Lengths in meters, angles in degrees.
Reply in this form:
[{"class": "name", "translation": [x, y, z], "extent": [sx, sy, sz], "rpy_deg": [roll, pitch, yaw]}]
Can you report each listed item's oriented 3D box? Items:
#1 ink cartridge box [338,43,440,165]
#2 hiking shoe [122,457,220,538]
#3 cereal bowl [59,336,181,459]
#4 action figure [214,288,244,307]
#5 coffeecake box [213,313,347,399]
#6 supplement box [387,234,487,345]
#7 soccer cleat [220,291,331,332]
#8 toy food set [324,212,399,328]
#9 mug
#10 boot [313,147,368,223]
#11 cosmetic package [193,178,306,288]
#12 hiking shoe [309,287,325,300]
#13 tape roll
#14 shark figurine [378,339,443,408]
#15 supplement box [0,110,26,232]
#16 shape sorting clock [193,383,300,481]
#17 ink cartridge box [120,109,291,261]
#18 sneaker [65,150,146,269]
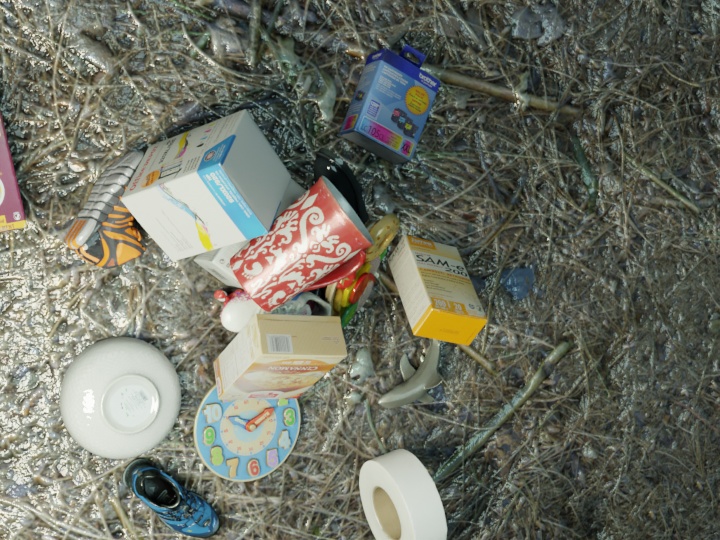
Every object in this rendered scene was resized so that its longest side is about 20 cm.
[{"class": "ink cartridge box", "translation": [0.060, -0.319, 1.660], "extent": [0.136, 0.076, 0.201], "rpy_deg": [24, 79, -26]}, {"class": "hiking shoe", "translation": [-0.312, 0.395, 1.487], "extent": [0.200, 0.087, 0.075], "rpy_deg": [40, 74, -22]}, {"class": "cereal bowl", "translation": [-0.385, 0.212, 1.447], "extent": [0.199, 0.083, 0.202], "rpy_deg": [-1, 92, -26]}, {"class": "action figure", "translation": [-0.163, 0.086, 1.550], "extent": [0.199, 0.099, 0.066], "rpy_deg": [31, 75, -22]}, {"class": "coffeecake box", "translation": [-0.137, 0.147, 1.476], "extent": [0.153, 0.200, 0.074], "rpy_deg": [3, 61, -30]}, {"class": "supplement box", "translation": [0.141, 0.034, 1.647], "extent": [0.125, 0.201, 0.074], "rpy_deg": [12, 128, -27]}, {"class": "soccer cleat", "translation": [-0.134, 0.067, 1.475], "extent": [0.199, 0.086, 0.070], "rpy_deg": [-7, 106, -43]}, {"class": "toy food set", "translation": [0.000, 0.000, 1.593], "extent": [0.048, 0.199, 0.200], "rpy_deg": [27, 47, 13]}, {"class": "mug", "translation": [-0.084, -0.020, 1.404], "extent": [0.200, 0.134, 0.178], "rpy_deg": [-37, 114, 6]}, {"class": "boot", "translation": [-0.072, -0.085, 1.492], "extent": [0.168, 0.076, 0.201], "rpy_deg": [-49, 148, -17]}, {"class": "cosmetic package", "translation": [-0.187, -0.075, 1.522], "extent": [0.081, 0.113, 0.201], "rpy_deg": [40, 76, -23]}, {"class": "hiking shoe", "translation": [-0.089, -0.013, 1.593], "extent": [0.100, 0.076, 0.201], "rpy_deg": [32, 78, -28]}, {"class": "tape roll", "translation": [0.075, 0.434, 1.625], "extent": [0.070, 0.202, 0.204], "rpy_deg": [-16, 99, -26]}, {"class": "shark figurine", "translation": [0.133, 0.182, 1.709], "extent": [0.128, 0.089, 0.216], "rpy_deg": [27, 82, -27]}, {"class": "supplement box", "translation": [-0.581, -0.151, 1.331], "extent": [0.110, 0.086, 0.202], "rpy_deg": [-14, 98, -25]}, {"class": "shape sorting clock", "translation": [-0.197, 0.275, 1.568], "extent": [0.199, 0.039, 0.202], "rpy_deg": [-1, 92, -27]}, {"class": "ink cartridge box", "translation": [-0.242, -0.132, 1.404], "extent": [0.145, 0.199, 0.148], "rpy_deg": [55, 33, -34]}, {"class": "sneaker", "translation": [-0.387, -0.092, 1.448], "extent": [0.112, 0.077, 0.201], "rpy_deg": [43, 68, -37]}]
